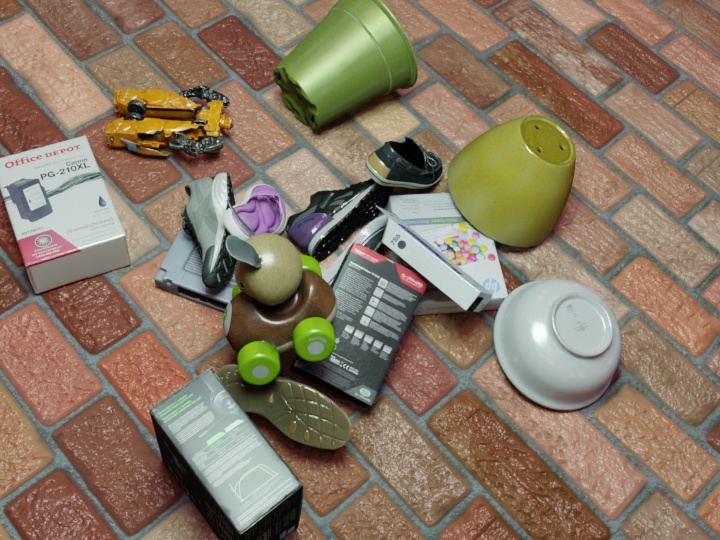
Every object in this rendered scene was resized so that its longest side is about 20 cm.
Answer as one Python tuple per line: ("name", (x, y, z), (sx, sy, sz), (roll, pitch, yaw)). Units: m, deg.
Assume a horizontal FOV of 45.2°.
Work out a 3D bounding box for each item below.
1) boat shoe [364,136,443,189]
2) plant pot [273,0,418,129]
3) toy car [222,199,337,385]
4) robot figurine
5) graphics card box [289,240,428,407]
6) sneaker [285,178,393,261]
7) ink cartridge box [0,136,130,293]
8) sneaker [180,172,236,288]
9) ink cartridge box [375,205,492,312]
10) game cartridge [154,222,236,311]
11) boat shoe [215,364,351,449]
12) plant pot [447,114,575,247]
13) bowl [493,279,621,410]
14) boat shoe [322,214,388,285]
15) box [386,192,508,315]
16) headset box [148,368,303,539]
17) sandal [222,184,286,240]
("boat shoe", (0.082, -0.174, 1.378), (0.075, 0.062, 0.199), (50, 29, 20))
("plant pot", (-0.038, -0.339, 1.455), (0.190, 0.200, 0.200), (-39, 69, -13))
("toy car", (-0.132, 0.012, 1.117), (0.157, 0.201, 0.165), (-23, 38, 6))
("robot figurine", (-0.307, -0.242, 1.415), (0.198, 0.058, 0.146), (5, 58, -4))
("graphics card box", (-0.001, 0.077, 1.217), (0.125, 0.051, 0.201), (27, 73, -6))
("sneaker", (-0.033, -0.108, 1.361), (0.087, 0.076, 0.200), (38, 61, 23))
("ink cartridge box", (-0.443, -0.086, 1.283), (0.144, 0.085, 0.201), (-19, 62, -19))
("sneaker", (-0.224, -0.056, 1.268), (0.079, 0.074, 0.201), (-6, 52, -1))
("ink cartridge box", (0.099, -0.015, 1.257), (0.200, 0.099, 0.039), (42, 100, 18))
("game cartridge", (-0.189, -0.002, 1.294), (0.199, 0.042, 0.134), (20, 53, 5))
("boat shoe", (-0.100, 0.179, 1.167), (0.199, 0.068, 0.072), (21, 90, 11))
("plant pot", (0.256, -0.159, 1.359), (0.199, 0.142, 0.201), (13, 53, -18))
("bowl", (0.300, 0.092, 1.247), (0.199, 0.090, 0.203), (7, 65, -14))
("boat shoe", (0.000, 0.000, 1.296), (0.068, 0.072, 0.200), (35, 63, 17))
("box", (0.131, -0.030, 1.351), (0.155, 0.041, 0.201), (-3, 60, -9))
("headset box", (-0.168, 0.242, 1.061), (0.093, 0.175, 0.200), (-34, 66, -24))
("sandal", (-0.141, -0.086, 1.291), (0.083, 0.050, 0.203), (53, 22, -11))
